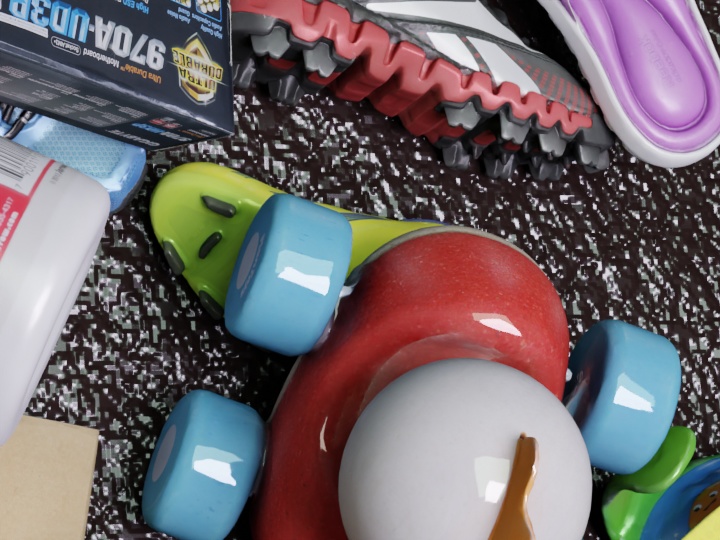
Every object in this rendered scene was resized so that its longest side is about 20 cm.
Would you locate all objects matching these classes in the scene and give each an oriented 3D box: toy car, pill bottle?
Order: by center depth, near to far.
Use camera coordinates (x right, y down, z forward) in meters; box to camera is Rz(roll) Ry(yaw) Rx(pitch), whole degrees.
[{"bbox_3d":[-0.204,-0.021,0.861,0.199,0.112,0.113,24,68,-3],"label":"pill bottle"},{"bbox_3d":[0.028,0.089,0.878,0.183,0.200,0.178,21,105,-13],"label":"toy car"}]

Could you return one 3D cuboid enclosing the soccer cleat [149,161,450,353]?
[{"bbox_3d":[0.000,0.001,1.000,0.199,0.065,0.084,25,39,-14],"label":"soccer cleat"}]

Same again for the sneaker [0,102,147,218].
[{"bbox_3d":[-0.170,-0.083,0.912,0.199,0.090,0.079,32,67,-16],"label":"sneaker"}]

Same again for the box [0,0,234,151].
[{"bbox_3d":[-0.121,-0.143,0.863,0.200,0.046,0.160,15,69,-58],"label":"box"}]

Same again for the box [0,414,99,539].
[{"bbox_3d":[-0.192,0.146,0.886,0.162,0.021,0.202,13,73,-22],"label":"box"}]

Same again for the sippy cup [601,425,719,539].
[{"bbox_3d":[0.199,0.141,1.010,0.177,0.130,0.141,3,77,-25],"label":"sippy cup"}]

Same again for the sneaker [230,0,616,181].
[{"bbox_3d":[0.032,-0.106,1.023,0.199,0.071,0.099,20,70,-20],"label":"sneaker"}]

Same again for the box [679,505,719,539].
[{"bbox_3d":[0.098,0.164,0.917,0.117,0.200,0.048,-37,81,-28],"label":"box"}]

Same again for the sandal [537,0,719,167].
[{"bbox_3d":[0.110,-0.143,1.014,0.082,0.050,0.203,-35,93,-20],"label":"sandal"}]
